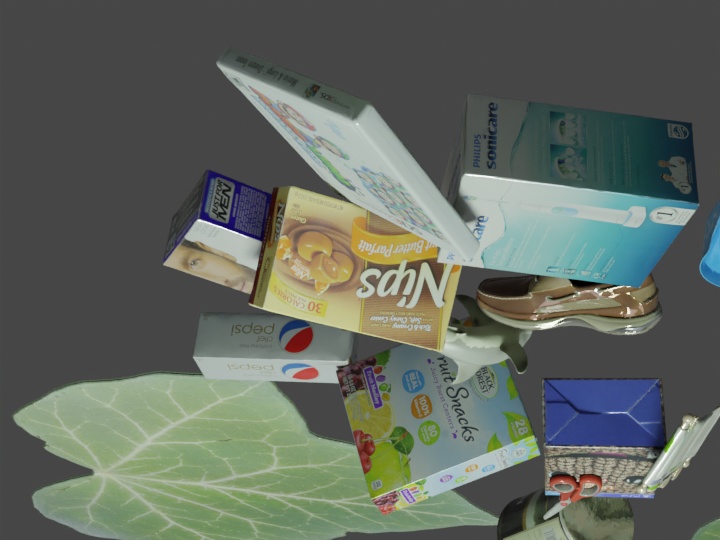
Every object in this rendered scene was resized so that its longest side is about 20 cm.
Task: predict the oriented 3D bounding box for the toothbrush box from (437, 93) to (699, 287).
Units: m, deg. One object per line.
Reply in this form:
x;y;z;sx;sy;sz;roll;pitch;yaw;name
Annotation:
0.173;-0.065;0.835;0.195;0.087;0.147;6;151;-1;toothbrush box

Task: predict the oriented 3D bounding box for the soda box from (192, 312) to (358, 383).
-0.103;0.096;1.183;0.195;0.065;0.069;0;150;8;soda box

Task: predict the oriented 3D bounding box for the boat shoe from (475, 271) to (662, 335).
0.216;0.017;0.999;0.196;0.076;0.073;1;118;25;boat shoe

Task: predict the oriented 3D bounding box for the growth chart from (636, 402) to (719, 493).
0.417;0.227;1.222;0.198;0.018;0.147;-5;128;-53;growth chart

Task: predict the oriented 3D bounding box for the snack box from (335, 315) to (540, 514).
0.087;0.163;1.105;0.196;0.171;0.068;-22;146;4;snack box

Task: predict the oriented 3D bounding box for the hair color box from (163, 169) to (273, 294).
-0.091;-0.021;0.981;0.197;0.066;0.109;21;147;-22;hair color box

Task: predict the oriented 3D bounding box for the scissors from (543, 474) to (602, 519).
0.303;0.332;1.369;0.071;0.014;0.201;0;148;7;scissors

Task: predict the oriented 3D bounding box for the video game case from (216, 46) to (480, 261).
-0.008;-0.094;0.779;0.181;0.024;0.200;31;170;42;video game case

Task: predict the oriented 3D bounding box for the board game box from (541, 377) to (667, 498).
0.330;0.233;1.309;0.156;0.099;0.201;-1;149;12;board game box

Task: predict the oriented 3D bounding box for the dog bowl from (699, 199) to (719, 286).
0.380;-0.051;0.862;0.109;0.051;0.201;6;151;0;dog bowl

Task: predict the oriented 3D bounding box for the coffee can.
0.342;0.433;1.601;0.144;0.149;0.200;16;148;-19;coffee can

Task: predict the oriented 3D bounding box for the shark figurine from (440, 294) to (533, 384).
0.098;0.083;1.042;0.210;0.129;0.091;11;128;-15;shark figurine

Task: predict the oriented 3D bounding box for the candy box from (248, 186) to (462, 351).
0.000;0.000;0.925;0.196;0.118;0.055;15;179;-24;candy box
